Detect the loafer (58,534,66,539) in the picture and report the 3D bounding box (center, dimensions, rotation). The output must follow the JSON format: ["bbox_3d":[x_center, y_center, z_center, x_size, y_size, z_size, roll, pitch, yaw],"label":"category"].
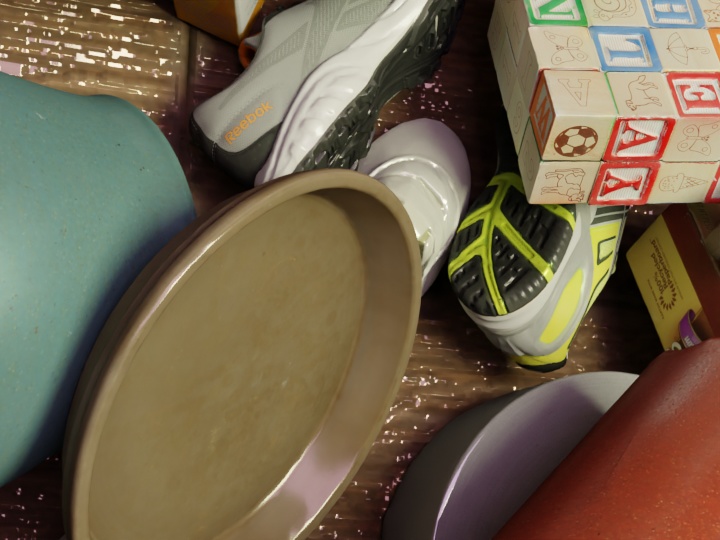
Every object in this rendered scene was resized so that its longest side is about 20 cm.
[{"bbox_3d":[-0.059,0.178,0.704,0.199,0.063,0.072,32,35,-17],"label":"loafer"}]

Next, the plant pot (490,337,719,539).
[{"bbox_3d":[0.132,0.145,0.650,0.201,0.201,0.195,48,58,-7],"label":"plant pot"}]

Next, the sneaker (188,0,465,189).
[{"bbox_3d":[-0.006,-0.114,0.776,0.079,0.074,0.200,29,58,16],"label":"sneaker"}]

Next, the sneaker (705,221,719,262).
[{"bbox_3d":[0.251,-0.013,0.773,0.199,0.070,0.076,-10,63,-39],"label":"sneaker"}]

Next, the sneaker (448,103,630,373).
[{"bbox_3d":[0.103,-0.038,0.816,0.200,0.075,0.077,-58,140,-30],"label":"sneaker"}]

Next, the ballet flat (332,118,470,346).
[{"bbox_3d":[0.000,0.000,0.756,0.069,0.069,0.200,45,66,-9],"label":"ballet flat"}]

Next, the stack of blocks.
[{"bbox_3d":[0.124,-0.126,0.787,0.114,0.059,0.201,-1,51,-9],"label":"stack of blocks"}]

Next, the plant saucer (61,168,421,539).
[{"bbox_3d":[-0.047,0.049,0.646,0.029,0.201,0.200,28,61,31],"label":"plant saucer"}]

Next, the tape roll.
[{"bbox_3d":[0.109,0.152,0.770,0.199,0.066,0.202,5,77,-21],"label":"tape roll"}]

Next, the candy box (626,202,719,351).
[{"bbox_3d":[0.243,0.032,0.821,0.199,0.057,0.117,9,48,-31],"label":"candy box"}]

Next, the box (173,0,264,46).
[{"bbox_3d":[-0.047,-0.186,0.694,0.041,0.200,0.120,23,79,4],"label":"box"}]

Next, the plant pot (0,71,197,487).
[{"bbox_3d":[-0.172,0.004,0.623,0.187,0.200,0.201,-8,82,-40],"label":"plant pot"}]
